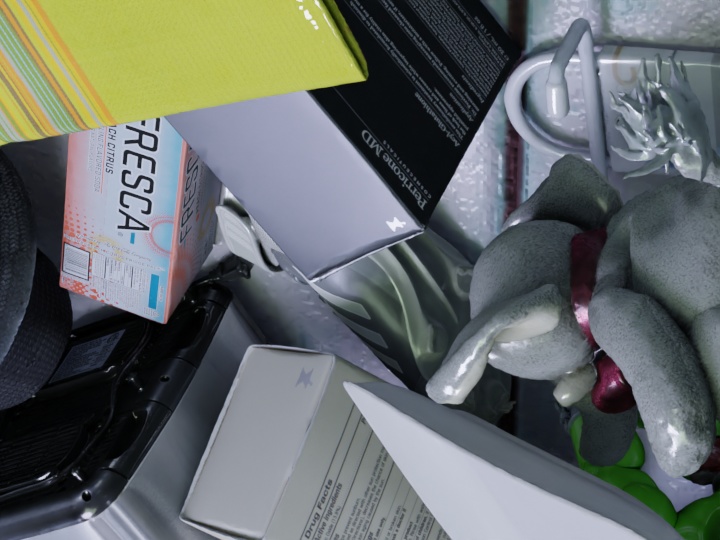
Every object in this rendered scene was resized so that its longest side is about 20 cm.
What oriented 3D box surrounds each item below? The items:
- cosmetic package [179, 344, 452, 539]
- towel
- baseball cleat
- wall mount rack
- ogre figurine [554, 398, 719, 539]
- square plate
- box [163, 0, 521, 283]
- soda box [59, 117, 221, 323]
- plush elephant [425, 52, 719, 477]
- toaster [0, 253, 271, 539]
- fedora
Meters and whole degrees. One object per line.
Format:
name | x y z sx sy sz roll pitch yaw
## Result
cosmetic package | 0.022 0.123 1.107 0.200 0.103 0.087 31 166 -31
towel | -0.097 -0.099 0.902 0.200 0.018 0.086 -7 130 32
baseball cleat | 0.000 0.000 1.110 0.106 0.070 0.200 -6 124 48
wall mount rack | 0.156 -0.030 0.995 0.200 0.075 0.174 6 131 22
ogre figurine | 0.178 0.116 1.041 0.200 0.120 0.098 42 133 -12
square plate | 0.102 0.132 0.964 0.198 0.028 0.200 26 157 47
box | -0.035 -0.118 0.962 0.079 0.141 0.200 -26 113 38
soda box | -0.104 -0.071 1.083 0.064 0.068 0.200 19 134 8
plush elephant | 0.114 0.023 0.908 0.155 0.165 0.200 -23 107 40
toaster | -0.128 0.108 1.171 0.200 0.181 0.119 -19 120 36
fedora | -0.223 0.020 1.169 0.200 0.201 0.092 -16 149 34
